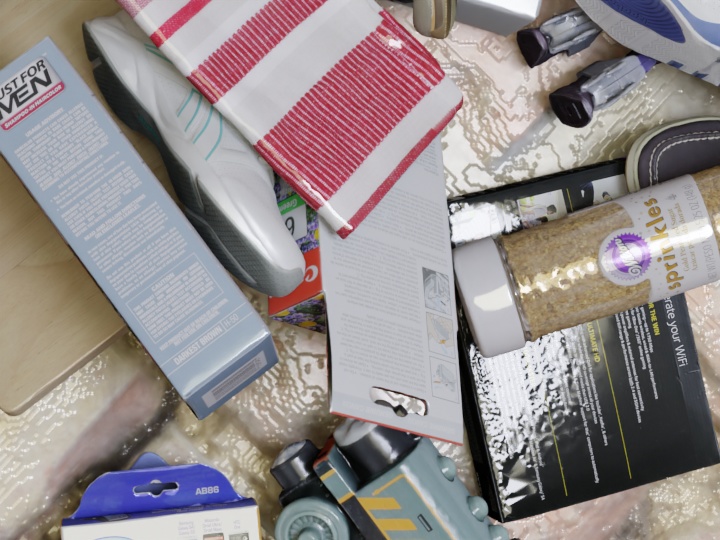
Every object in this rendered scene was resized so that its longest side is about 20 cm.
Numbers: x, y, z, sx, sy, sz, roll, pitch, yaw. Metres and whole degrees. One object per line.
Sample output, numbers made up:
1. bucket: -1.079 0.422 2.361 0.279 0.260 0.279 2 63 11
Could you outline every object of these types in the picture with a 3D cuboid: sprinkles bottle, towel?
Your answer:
1. sprinkles bottle: 0.154 -0.010 1.172 0.199 0.068 0.069 -18 94 1
2. towel: -0.041 -0.129 1.106 0.200 0.023 0.144 46 47 -5

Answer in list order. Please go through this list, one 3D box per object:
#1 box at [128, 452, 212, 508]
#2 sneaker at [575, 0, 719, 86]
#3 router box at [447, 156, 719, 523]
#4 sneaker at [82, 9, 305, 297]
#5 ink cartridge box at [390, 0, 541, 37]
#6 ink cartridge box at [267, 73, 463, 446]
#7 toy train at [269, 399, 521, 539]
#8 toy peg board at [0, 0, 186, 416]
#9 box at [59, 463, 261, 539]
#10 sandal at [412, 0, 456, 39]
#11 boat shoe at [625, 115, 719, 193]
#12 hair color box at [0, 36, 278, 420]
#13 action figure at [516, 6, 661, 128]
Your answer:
1. box: -0.094 0.220 1.228 0.200 0.032 0.121 42 85 -6
2. sneaker: 0.222 -0.173 1.189 0.199 0.080 0.116 29 73 -15
3. router box: 0.130 0.041 1.248 0.148 0.051 0.202 -13 93 -10
4. sneaker: -0.076 -0.077 1.101 0.080 0.071 0.201 -27 67 -16
5. ink cartridge box: 0.024 -0.241 1.208 0.199 0.084 0.146 15 88 -8
6. ink cartridge box: 0.000 0.000 1.131 0.109 0.050 0.201 18 60 -41
7. toy train: 0.034 0.172 1.207 0.114 0.085 0.201 -35 95 17
8. toy peg board: -0.180 -0.046 1.190 0.200 0.098 0.200 -38 81 -8
9. box: -0.113 0.218 1.190 0.118 0.041 0.202 -6 94 -7
10. sandal: 0.019 -0.230 1.135 0.054 0.080 0.202 -5 97 14
11. boat shoe: 0.258 -0.059 1.237 0.199 0.065 0.073 5 86 -26
12. hair color box: -0.127 -0.020 1.085 0.060 0.099 0.200 -36 81 -6
13. action figure: 0.201 -0.161 1.247 0.199 0.069 0.131 -29 87 -11
